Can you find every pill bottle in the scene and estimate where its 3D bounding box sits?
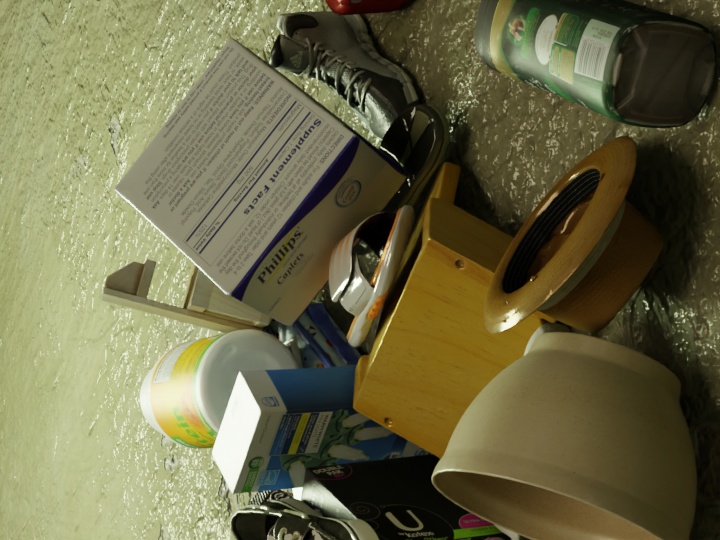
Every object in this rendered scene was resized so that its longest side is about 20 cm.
[{"bbox_3d":[-0.149,0.123,1.812,0.200,0.111,0.112,-15,78,61],"label":"pill bottle"}]

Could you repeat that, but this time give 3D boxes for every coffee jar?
[{"bbox_3d":[0.177,-0.174,1.402,0.200,0.104,0.086,34,117,55],"label":"coffee jar"}]

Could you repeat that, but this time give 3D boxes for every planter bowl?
[{"bbox_3d":[0.169,0.129,1.366,0.200,0.200,0.135,-9,57,59],"label":"planter bowl"}]

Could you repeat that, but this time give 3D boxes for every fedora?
[{"bbox_3d":[0.176,-0.010,1.397,0.201,0.082,0.201,-52,9,11],"label":"fedora"}]

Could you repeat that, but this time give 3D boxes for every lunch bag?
[{"bbox_3d":[-0.055,0.124,1.842,0.200,0.075,0.161,48,128,47],"label":"lunch bag"}]

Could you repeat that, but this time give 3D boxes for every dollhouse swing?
[{"bbox_3d":[0.098,0.033,1.613,0.181,0.176,0.200,28,124,9],"label":"dollhouse swing"}]

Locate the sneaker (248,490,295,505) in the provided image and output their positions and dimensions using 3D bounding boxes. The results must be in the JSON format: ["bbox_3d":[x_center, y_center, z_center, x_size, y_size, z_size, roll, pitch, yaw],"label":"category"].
[{"bbox_3d":[-0.019,0.283,1.799,0.200,0.090,0.070,34,97,27],"label":"sneaker"}]

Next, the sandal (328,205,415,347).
[{"bbox_3d":[-0.003,0.007,1.613,0.207,0.059,0.079,113,180,-59],"label":"sandal"}]

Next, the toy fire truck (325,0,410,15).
[{"bbox_3d":[-0.028,-0.313,1.751,0.200,0.128,0.177,120,138,-59],"label":"toy fire truck"}]

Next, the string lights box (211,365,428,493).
[{"bbox_3d":[-0.027,0.144,1.666,0.059,0.199,0.103,57,138,43],"label":"string lights box"}]

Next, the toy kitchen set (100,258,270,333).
[{"bbox_3d":[-0.162,-0.037,1.819,0.200,0.163,0.181,150,134,-79],"label":"toy kitchen set"}]

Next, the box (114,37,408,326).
[{"bbox_3d":[-0.093,-0.081,1.662,0.184,0.105,0.200,-52,53,3],"label":"box"}]

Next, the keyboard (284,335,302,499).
[{"bbox_3d":[-0.060,0.167,1.778,0.056,0.011,0.201,-42,54,53],"label":"keyboard"}]

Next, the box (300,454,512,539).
[{"bbox_3d":[0.047,0.264,1.593,0.200,0.148,0.125,36,121,55],"label":"box"}]

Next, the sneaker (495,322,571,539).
[{"bbox_3d":[0.131,0.132,1.502,0.080,0.070,0.201,29,119,41],"label":"sneaker"}]

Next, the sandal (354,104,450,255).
[{"bbox_3d":[0.034,-0.080,1.699,0.201,0.057,0.080,-44,64,44],"label":"sandal"}]

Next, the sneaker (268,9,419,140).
[{"bbox_3d":[-0.029,-0.187,1.742,0.200,0.115,0.075,56,135,43],"label":"sneaker"}]

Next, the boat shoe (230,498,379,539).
[{"bbox_3d":[-0.048,0.242,1.546,0.200,0.063,0.071,8,95,59],"label":"boat shoe"}]
